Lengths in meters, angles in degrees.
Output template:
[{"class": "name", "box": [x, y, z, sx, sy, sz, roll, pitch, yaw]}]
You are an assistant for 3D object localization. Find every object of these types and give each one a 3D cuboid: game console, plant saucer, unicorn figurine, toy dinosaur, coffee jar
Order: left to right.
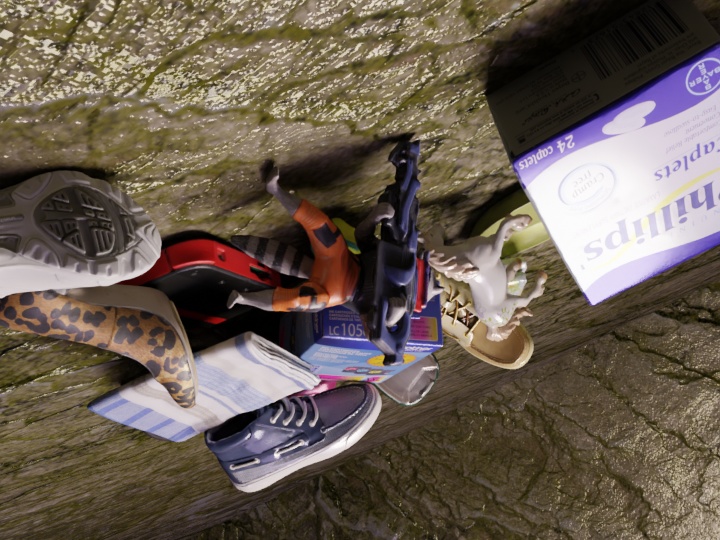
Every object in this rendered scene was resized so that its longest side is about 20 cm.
[{"class": "toy dinosaur", "box": [-0.195, 0.085, 0.850, 0.198, 0.078, 0.102, -29, 173, 22]}, {"class": "game console", "box": [-0.185, 0.026, 0.817, 0.174, 0.032, 0.200, -22, 163, 16]}, {"class": "coffee jar", "box": [0.040, 0.120, 1.140, 0.086, 0.104, 0.200, -50, -172, -2]}, {"class": "unicorn figurine", "box": [0.140, -0.005, 0.915, 0.137, 0.202, 0.073, -37, -165, -25]}, {"class": "plant saucer", "box": [0.221, -0.072, 1.031, 0.197, 0.032, 0.200, -21, 163, -7]}]

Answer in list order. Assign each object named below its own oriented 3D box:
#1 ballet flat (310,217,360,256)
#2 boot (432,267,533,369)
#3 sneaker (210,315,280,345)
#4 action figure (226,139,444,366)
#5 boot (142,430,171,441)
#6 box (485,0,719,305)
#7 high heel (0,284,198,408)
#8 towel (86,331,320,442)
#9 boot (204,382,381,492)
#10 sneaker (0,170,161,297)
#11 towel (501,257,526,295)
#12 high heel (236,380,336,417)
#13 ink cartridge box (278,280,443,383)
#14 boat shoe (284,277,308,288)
[{"class": "ballet flat", "box": [0.000, 0.000, 0.877, 0.066, 0.068, 0.200, 18, 168, 16]}, {"class": "boot", "box": [0.112, 0.045, 0.985, 0.073, 0.199, 0.155, -52, 154, 6]}, {"class": "sneaker", "box": [-0.124, 0.089, 1.033, 0.080, 0.075, 0.199, -54, 152, 4]}, {"class": "action figure", "box": [-0.009, -0.023, 0.718, 0.191, 0.204, 0.104, 21, 162, -25]}, {"class": "boot", "box": [-0.185, 0.168, 1.009, 0.196, 0.074, 0.144, -2, -171, -27]}, {"class": "box", "box": [0.236, -0.100, 0.704, 0.182, 0.106, 0.200, -28, 129, 17]}, {"class": "high heel", "box": [-0.223, 0.064, 0.690, 0.140, 0.072, 0.203, -23, 125, -13]}, {"class": "towel", "box": [-0.155, 0.124, 0.823, 0.197, 0.024, 0.147, -23, 149, 16]}, {"class": "boot", "box": [-0.074, 0.171, 0.910, 0.198, 0.073, 0.091, -31, 130, -5]}, {"class": "sneaker", "box": [-0.241, -0.016, 0.561, 0.197, 0.079, 0.099, 1, 159, -33]}, {"class": "towel", "box": [0.141, 0.036, 1.174, 0.196, 0.049, 0.172, -12, 161, 1]}, {"class": "high heel", "box": [-0.116, 0.124, 0.957, 0.197, 0.098, 0.067, 13, -177, -25]}, {"class": "ink cartridge box", "box": [0.000, 0.058, 0.853, 0.134, 0.078, 0.200, 5, 157, -19]}, {"class": "boat shoe", "box": [-0.031, 0.055, 1.003, 0.071, 0.077, 0.200, -25, 162, 15]}]
